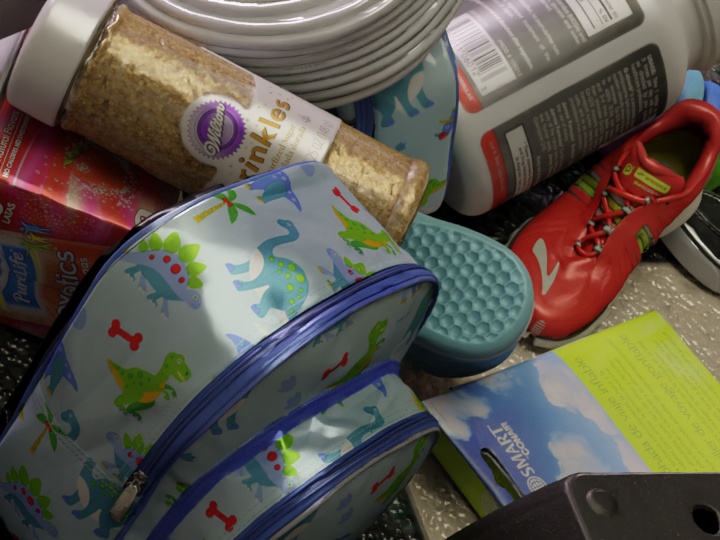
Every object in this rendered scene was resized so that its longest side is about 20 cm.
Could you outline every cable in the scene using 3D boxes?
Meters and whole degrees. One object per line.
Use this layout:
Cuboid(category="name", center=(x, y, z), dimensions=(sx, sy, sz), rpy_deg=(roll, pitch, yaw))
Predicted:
Cuboid(category="cable", center=(-0.038, -0.179, 0.994), dimensions=(0.199, 0.069, 0.201), rpy_deg=(28, 67, 20))

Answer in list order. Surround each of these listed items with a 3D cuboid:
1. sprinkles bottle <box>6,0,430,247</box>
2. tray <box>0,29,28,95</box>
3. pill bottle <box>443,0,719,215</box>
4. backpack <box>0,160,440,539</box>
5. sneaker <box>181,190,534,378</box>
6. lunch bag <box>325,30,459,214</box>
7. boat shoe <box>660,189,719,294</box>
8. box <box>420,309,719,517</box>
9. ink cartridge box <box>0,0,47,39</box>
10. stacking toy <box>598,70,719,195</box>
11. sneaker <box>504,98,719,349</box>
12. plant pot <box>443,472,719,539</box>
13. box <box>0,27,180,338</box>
Cuboid(category="sprinkles bottle", center=(-0.067, -0.066, 0.927), dimensions=(0.199, 0.068, 0.069), rpy_deg=(27, 40, -5))
Cuboid(category="tray", center=(-0.218, -0.122, 1.042), dimensions=(0.106, 0.022, 0.201), rpy_deg=(-9, 40, 16))
Cuboid(category="pill bottle", center=(0.122, -0.126, 1.155), dimensions=(0.199, 0.116, 0.116), rpy_deg=(-28, 63, -11))
Cuboid(category="backpack", center=(-0.052, 0.061, 0.857), dimensions=(0.147, 0.201, 0.182), rpy_deg=(45, 42, 17))
Cuboid(category="sneaker", center=(0.000, 0.000, 1.033), dimensions=(0.199, 0.131, 0.080), rpy_deg=(29, 82, 13))
Cuboid(category="lunch bag", center=(-0.020, -0.124, 1.097), dimensions=(0.082, 0.161, 0.201), rpy_deg=(-21, 62, -17))
Cuboid(category="boat shoe", center=(0.278, -0.003, 1.224), dimensions=(0.199, 0.068, 0.074), rpy_deg=(38, 41, 8))
Cuboid(category="box", center=(0.126, 0.099, 1.045), dimensions=(0.199, 0.048, 0.122), rpy_deg=(-17, 59, -41))
Cuboid(category="ink cartridge box", center=(-0.248, -0.173, 0.958), dimensions=(0.198, 0.084, 0.146), rpy_deg=(-23, 77, -3))
Cuboid(category="stacking toy", center=(0.236, -0.079, 1.277), dimensions=(0.199, 0.085, 0.086), rpy_deg=(28, 40, -15))
Cuboid(category="sneaker", center=(0.149, -0.037, 1.152), dimensions=(0.077, 0.085, 0.200), rpy_deg=(39, 58, 8))
Cuboid(category="plant pot", center=(0.126, 0.195, 0.852), dimensions=(0.198, 0.178, 0.201), rpy_deg=(4, 48, -30))
Cuboid(category="box", center=(-0.141, -0.065, 1.007), dimensions=(0.099, 0.096, 0.201), rpy_deg=(21, 42, -10))
